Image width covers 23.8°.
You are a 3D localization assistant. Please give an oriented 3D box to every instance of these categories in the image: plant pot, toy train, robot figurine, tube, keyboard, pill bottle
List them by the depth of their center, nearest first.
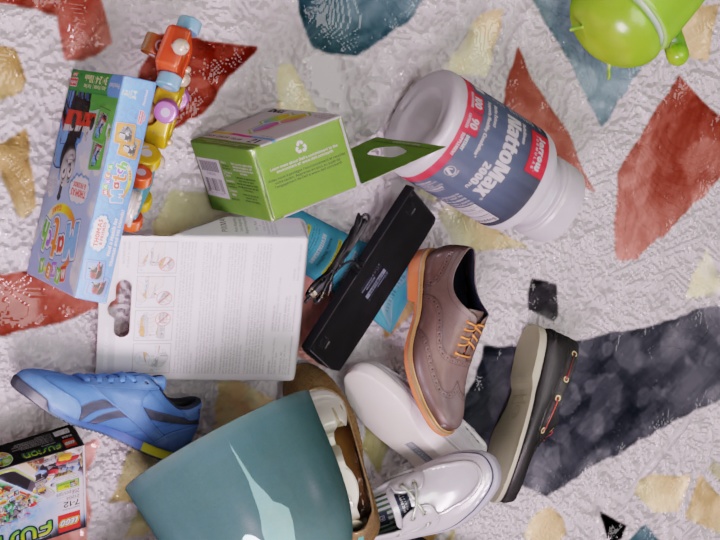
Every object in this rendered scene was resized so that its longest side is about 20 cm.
[{"bbox_3d":[-0.203,-0.137,1.588,0.056,0.150,0.200,19,83,-1],"label":"toy train"},{"bbox_3d":[-0.100,0.232,1.635,0.200,0.201,0.161,-25,80,-23],"label":"plant pot"},{"bbox_3d":[0.000,0.000,1.733,0.200,0.021,0.127,-58,147,-10],"label":"keyboard"},{"bbox_3d":[-0.022,-0.009,1.761,0.200,0.050,0.078,29,92,-35],"label":"tube"},{"bbox_3d":[0.134,-0.113,1.782,0.200,0.120,0.120,28,85,-29],"label":"pill bottle"},{"bbox_3d":[0.307,-0.303,1.845,0.200,0.116,0.175,-49,116,-12],"label":"robot figurine"}]

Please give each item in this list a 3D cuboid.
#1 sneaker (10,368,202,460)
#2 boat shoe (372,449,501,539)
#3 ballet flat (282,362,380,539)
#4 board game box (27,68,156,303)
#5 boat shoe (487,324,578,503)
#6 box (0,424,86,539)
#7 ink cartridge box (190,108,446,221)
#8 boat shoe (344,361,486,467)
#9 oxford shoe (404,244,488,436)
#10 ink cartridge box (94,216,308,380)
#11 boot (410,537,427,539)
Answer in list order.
[{"bbox_3d":[-0.241,0.119,1.645,0.200,0.066,0.079,26,93,-34],"label":"sneaker"},{"bbox_3d":[0.051,0.245,1.764,0.067,0.200,0.074,14,48,-63],"label":"boat shoe"},{"bbox_3d":[-0.028,0.183,1.726,0.068,0.072,0.200,-15,79,-6],"label":"ballet flat"},{"bbox_3d":[-0.247,-0.081,1.562,0.037,0.151,0.200,11,93,-28],"label":"board game box"},{"bbox_3d":[0.189,0.163,1.882,0.063,0.074,0.202,19,85,-21],"label":"boat shoe"},{"bbox_3d":[-0.355,0.220,1.596,0.200,0.035,0.110,-16,131,-25],"label":"box"},{"bbox_3d":[-0.043,-0.122,1.669,0.200,0.148,0.076,-25,108,-24],"label":"ink cartridge box"},{"bbox_3d":[0.064,0.153,1.815,0.200,0.072,0.069,41,51,-19],"label":"boat shoe"},{"bbox_3d":[0.092,0.069,1.767,0.071,0.073,0.201,10,72,-50],"label":"oxford shoe"},{"bbox_3d":[-0.156,0.028,1.676,0.199,0.057,0.163,3,116,-9],"label":"ink cartridge box"},{"bbox_3d":[0.072,0.379,1.867,0.200,0.066,0.165,32,85,-33],"label":"boot"}]
